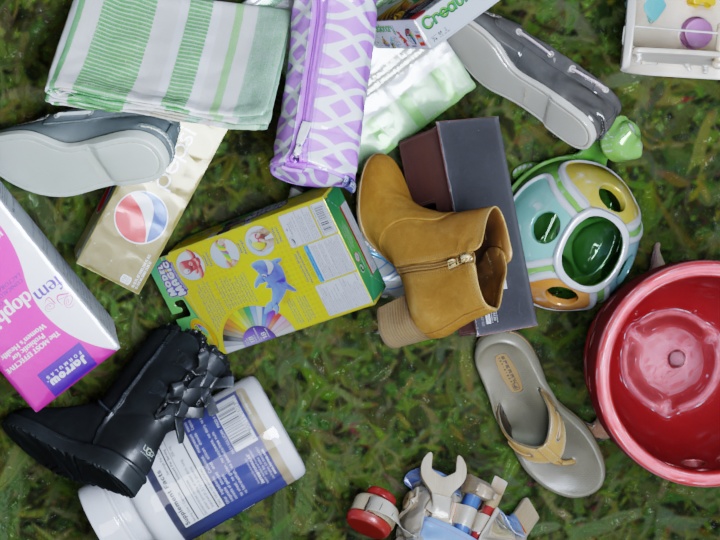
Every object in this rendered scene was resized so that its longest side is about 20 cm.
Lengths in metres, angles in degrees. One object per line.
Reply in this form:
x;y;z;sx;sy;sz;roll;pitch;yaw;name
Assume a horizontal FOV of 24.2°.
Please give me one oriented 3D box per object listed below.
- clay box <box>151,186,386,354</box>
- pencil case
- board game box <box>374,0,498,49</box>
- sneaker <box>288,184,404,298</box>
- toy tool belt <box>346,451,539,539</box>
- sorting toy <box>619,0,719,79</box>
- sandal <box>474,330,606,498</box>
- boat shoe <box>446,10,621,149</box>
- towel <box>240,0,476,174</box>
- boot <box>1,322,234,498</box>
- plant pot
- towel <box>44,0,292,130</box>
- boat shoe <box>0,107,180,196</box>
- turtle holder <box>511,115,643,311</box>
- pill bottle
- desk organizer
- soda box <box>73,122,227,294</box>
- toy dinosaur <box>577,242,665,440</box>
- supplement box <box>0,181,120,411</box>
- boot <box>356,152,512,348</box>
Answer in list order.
-0.090;0.003;1.577;0.199;0.048;0.115;-18;107;25;clay box
-0.035;-0.170;1.501;0.084;0.085;0.201;1;78;29;pencil case
0.107;-0.269;1.530;0.200;0.126;0.035;-37;109;-14;board game box
0.000;0.000;1.620;0.200;0.075;0.087;31;101;-8;sneaker
0.086;0.242;1.672;0.200;0.125;0.123;35;62;-19;toy tool belt
0.336;-0.276;1.614;0.199;0.107;0.181;2;94;-11;sorting toy
0.174;0.150;1.677;0.080;0.054;0.200;-26;105;19;sandal
0.159;-0.193;1.589;0.200;0.067;0.057;41;62;14;boat shoe
-0.002;-0.212;1.594;0.149;0.031;0.200;-36;108;0;towel
-0.225;0.120;1.575;0.163;0.198;0.073;-55;134;-25;boot
0.300;0.088;1.554;0.199;0.182;0.202;0;92;-3;plant pot
-0.169;-0.194;1.501;0.199;0.153;0.023;8;143;0;towel
-0.250;-0.114;1.518;0.199;0.062;0.073;-1;133;27;boat shoe
0.217;-0.044;1.616;0.185;0.132;0.141;-39;106;-1;turtle holder
-0.162;0.194;1.601;0.199;0.111;0.111;-29;106;-4;pill bottle
0.099;-0.037;1.585;0.071;0.077;0.201;-8;86;-31;desk organizer
-0.190;-0.085;1.560;0.068;0.064;0.201;27;95;-15;soda box
0.282;0.078;1.684;0.135;0.086;0.201;-6;97;-3;toy dinosaur
-0.320;0.014;1.537;0.101;0.103;0.200;-38;108;-2;supplement box
0.071;-0.036;1.515;0.071;0.144;0.202;15;60;-41;boot
